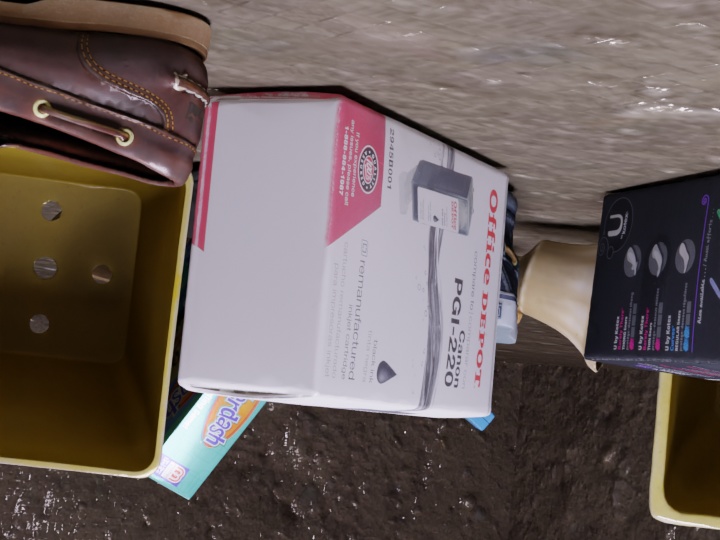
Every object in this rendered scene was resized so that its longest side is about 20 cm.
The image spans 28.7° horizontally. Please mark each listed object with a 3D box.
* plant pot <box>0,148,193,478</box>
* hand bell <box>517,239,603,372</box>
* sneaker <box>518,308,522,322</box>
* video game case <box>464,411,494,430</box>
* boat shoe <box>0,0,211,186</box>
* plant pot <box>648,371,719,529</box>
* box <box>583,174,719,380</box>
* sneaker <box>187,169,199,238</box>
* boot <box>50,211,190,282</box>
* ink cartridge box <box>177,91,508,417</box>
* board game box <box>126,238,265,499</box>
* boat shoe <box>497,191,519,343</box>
[{"bbox_3d":[-0.220,0.009,0.948,0.198,0.202,0.176,7,-173,-7],"label":"plant pot"},{"bbox_3d":[0.094,-0.005,1.034,0.198,0.105,0.104,17,178,16],"label":"hand bell"},{"bbox_3d":[0.040,0.000,1.164,0.199,0.076,0.088,18,177,-19],"label":"sneaker"},{"bbox_3d":[0.003,0.031,1.030,0.200,0.018,0.143,44,177,-27],"label":"video game case"},{"bbox_3d":[-0.159,-0.075,0.556,0.198,0.071,0.070,7,176,4],"label":"boat shoe"},{"bbox_3d":[0.310,0.074,1.002,0.194,0.196,0.200,5,-177,12],"label":"plant pot"},{"bbox_3d":[0.229,0.009,0.787,0.121,0.107,0.200,10,174,-20],"label":"box"},{"bbox_3d":[-0.066,-0.021,0.907,0.075,0.092,0.199,7,176,-31],"label":"sneaker"},{"bbox_3d":[-0.161,-0.013,1.182,0.199,0.072,0.144,2,173,-11],"label":"boot"},{"bbox_3d":[0.000,0.000,0.743,0.084,0.147,0.200,2,174,28],"label":"ink cartridge box"},{"bbox_3d":[-0.113,0.051,1.020,0.045,0.152,0.200,36,-173,-26],"label":"board game box"},{"bbox_3d":[0.076,-0.001,0.937,0.070,0.092,0.200,4,173,0],"label":"boat shoe"}]
